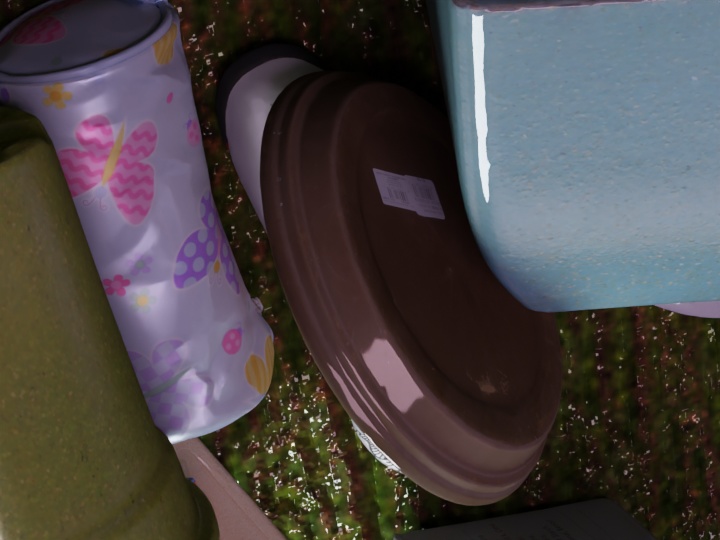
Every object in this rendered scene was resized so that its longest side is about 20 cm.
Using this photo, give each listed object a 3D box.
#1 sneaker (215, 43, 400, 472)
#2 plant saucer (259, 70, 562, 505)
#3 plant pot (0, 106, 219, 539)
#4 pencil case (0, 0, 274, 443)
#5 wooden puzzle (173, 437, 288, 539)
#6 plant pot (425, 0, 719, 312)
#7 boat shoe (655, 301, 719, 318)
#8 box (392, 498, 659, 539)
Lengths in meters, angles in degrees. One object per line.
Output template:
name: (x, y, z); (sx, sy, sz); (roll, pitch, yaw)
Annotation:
sneaker: (0.001, 0.000, 0.876); (0.067, 0.108, 0.202); (-24, 122, -3)
plant saucer: (0.029, 0.001, 0.836); (0.029, 0.201, 0.200); (-26, 127, 29)
plant pot: (-0.168, 0.041, 0.764); (0.199, 0.200, 0.185); (-12, 111, -11)
pencil case: (-0.097, -0.021, 0.848); (0.090, 0.083, 0.201); (-23, 123, -12)
wooden puzzle: (-0.089, 0.195, 0.922); (0.185, 0.046, 0.200); (-45, 108, -22)
plant pot: (0.118, -0.092, 0.808); (0.195, 0.197, 0.201); (-3, 134, -4)
boat shoe: (0.196, -0.018, 0.958); (0.199, 0.074, 0.066); (1, 113, -30)
box: (0.107, 0.248, 0.975); (0.130, 0.200, 0.200); (-6, 110, -20)
